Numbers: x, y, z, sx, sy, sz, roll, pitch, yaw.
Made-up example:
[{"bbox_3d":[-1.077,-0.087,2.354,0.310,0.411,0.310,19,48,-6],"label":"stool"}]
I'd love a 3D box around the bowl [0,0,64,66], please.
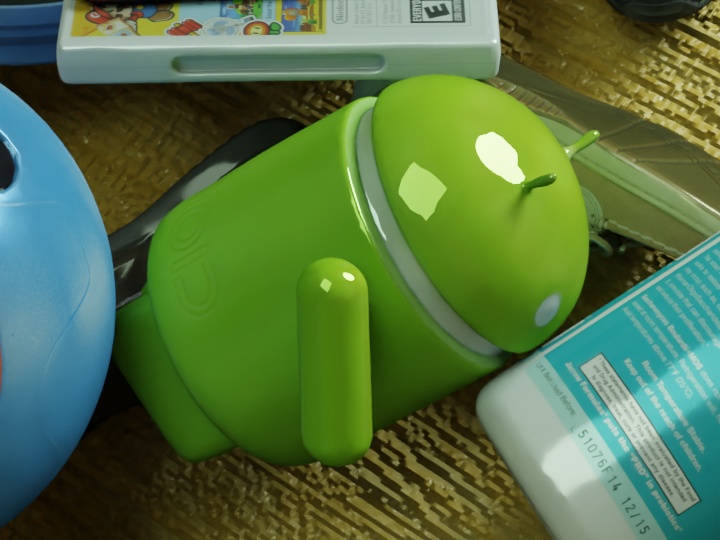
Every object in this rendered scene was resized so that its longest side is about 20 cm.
[{"bbox_3d":[-0.164,-0.163,1.075,0.200,0.039,0.201,4,40,-3],"label":"bowl"}]

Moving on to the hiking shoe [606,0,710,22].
[{"bbox_3d":[0.128,-0.207,1.012,0.075,0.101,0.201,-3,63,18],"label":"hiking shoe"}]

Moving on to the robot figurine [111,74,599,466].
[{"bbox_3d":[0.000,0.000,0.888,0.200,0.175,0.116,-29,97,24],"label":"robot figurine"}]

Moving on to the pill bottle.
[{"bbox_3d":[0.151,0.040,0.869,0.200,0.111,0.111,-33,58,1],"label":"pill bottle"}]

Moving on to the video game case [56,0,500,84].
[{"bbox_3d":[-0.034,-0.148,1.016,0.181,0.023,0.200,-1,41,0],"label":"video game case"}]

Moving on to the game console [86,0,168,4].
[{"bbox_3d":[-0.033,-0.186,1.030,0.199,0.172,0.119,-3,100,-4],"label":"game console"}]

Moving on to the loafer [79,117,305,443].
[{"bbox_3d":[-0.082,0.018,0.982,0.200,0.073,0.071,-43,59,-5],"label":"loafer"}]

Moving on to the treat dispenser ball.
[{"bbox_3d":[-0.191,0.013,0.857,0.200,0.201,0.201,-8,61,15],"label":"treat dispenser ball"}]

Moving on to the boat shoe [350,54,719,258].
[{"bbox_3d":[0.078,-0.041,0.968,0.200,0.073,0.063,28,109,26],"label":"boat shoe"}]
